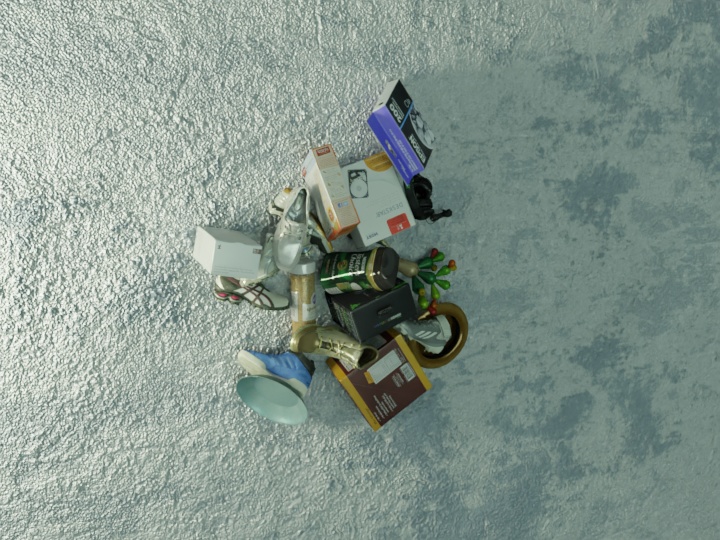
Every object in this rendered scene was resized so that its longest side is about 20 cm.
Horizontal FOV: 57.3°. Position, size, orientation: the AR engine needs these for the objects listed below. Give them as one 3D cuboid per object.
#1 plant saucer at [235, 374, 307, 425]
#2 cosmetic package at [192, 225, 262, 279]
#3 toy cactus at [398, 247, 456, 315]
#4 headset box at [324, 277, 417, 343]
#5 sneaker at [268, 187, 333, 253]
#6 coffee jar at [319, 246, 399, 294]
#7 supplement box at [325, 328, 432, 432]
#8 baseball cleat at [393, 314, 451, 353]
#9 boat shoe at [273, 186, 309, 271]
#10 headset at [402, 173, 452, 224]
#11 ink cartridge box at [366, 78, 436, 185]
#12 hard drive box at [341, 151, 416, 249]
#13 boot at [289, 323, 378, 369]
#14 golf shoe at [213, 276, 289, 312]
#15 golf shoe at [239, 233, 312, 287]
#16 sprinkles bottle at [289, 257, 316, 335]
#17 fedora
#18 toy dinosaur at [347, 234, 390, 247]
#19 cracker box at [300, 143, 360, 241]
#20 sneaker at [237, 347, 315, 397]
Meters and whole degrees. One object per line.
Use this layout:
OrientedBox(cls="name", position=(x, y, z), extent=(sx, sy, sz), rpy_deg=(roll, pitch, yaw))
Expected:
OrientedBox(cls="plant saucer", position=(-0.218, 0.318, 1.672), extent=(0.202, 0.199, 0.039), rpy_deg=(51, 44, -25))
OrientedBox(cls="cosmetic package", position=(-0.307, -0.044, 1.506), extent=(0.112, 0.200, 0.082), rpy_deg=(8, 100, -25))
OrientedBox(cls="toy cactus", position=(0.170, 0.011, 1.783), extent=(0.163, 0.102, 0.202), rpy_deg=(24, 64, -1))
OrientedBox(cls="headset box", position=(0.027, 0.086, 1.691), extent=(0.173, 0.200, 0.094), rpy_deg=(-24, 112, -16))
OrientedBox(cls="sneaker", position=(-0.149, -0.110, 1.643), extent=(0.087, 0.076, 0.200), rpy_deg=(-37, 113, 6))
OrientedBox(cls="coffee jar", position=(0.000, 0.000, 1.650), extent=(0.085, 0.198, 0.105), rpy_deg=(45, 48, -48))
OrientedBox(cls="supplement box", position=(0.049, 0.280, 1.783), extent=(0.199, 0.133, 0.198), rpy_deg=(-36, 115, -8))
OrientedBox(cls="baseball cleat", position=(0.168, 0.146, 1.743), extent=(0.107, 0.070, 0.199), rpy_deg=(-50, 133, 5))
OrientedBox(cls="boat shoe", position=(-0.158, -0.101, 1.531), extent=(0.070, 0.069, 0.203), rpy_deg=(11, 81, -14))
OrientedBox(cls="headset", position=(0.171, -0.189, 1.730), extent=(0.093, 0.125, 0.200), rpy_deg=(-13, 147, 20))
OrientedBox(cls="ink cartridge box", position=(0.107, -0.346, 1.640), extent=(0.199, 0.043, 0.201), rpy_deg=(53, 40, -26))
OrientedBox(cls="hard drive box", position=(0.029, -0.177, 1.659), extent=(0.155, 0.077, 0.202), rpy_deg=(-25, 95, -19))
OrientedBox(cls="boot", position=(-0.063, 0.192, 1.639), extent=(0.199, 0.154, 0.073), rpy_deg=(3, 107, -49))
OrientedBox(cls="golf shoe", position=(-0.259, 0.050, 1.624), extent=(0.198, 0.077, 0.089), rpy_deg=(15, 90, -27))
OrientedBox(cls="golf shoe", position=(-0.215, -0.036, 1.581), extent=(0.199, 0.078, 0.098), rpy_deg=(-33, 99, -16))
OrientedBox(cls="sprinkles bottle", position=(-0.147, 0.072, 1.683), extent=(0.067, 0.068, 0.203), rpy_deg=(-7, 106, -22))
OrientedBox(cls="fedora", position=(0.207, 0.176, 1.861), extent=(0.198, 0.082, 0.203), rpy_deg=(-6, 105, -23))
OrientedBox(cls="toy dinosaur", position=(0.018, -0.109, 1.726), extent=(0.198, 0.047, 0.089), rpy_deg=(16, 103, -29))
OrientedBox(cls="cracker box", position=(-0.074, -0.183, 1.575), extent=(0.057, 0.134, 0.202), rpy_deg=(-20, 86, -18))
OrientedBox(cls="sneaker", position=(-0.210, 0.233, 1.698), extent=(0.198, 0.077, 0.112), rpy_deg=(28, 56, -2))
